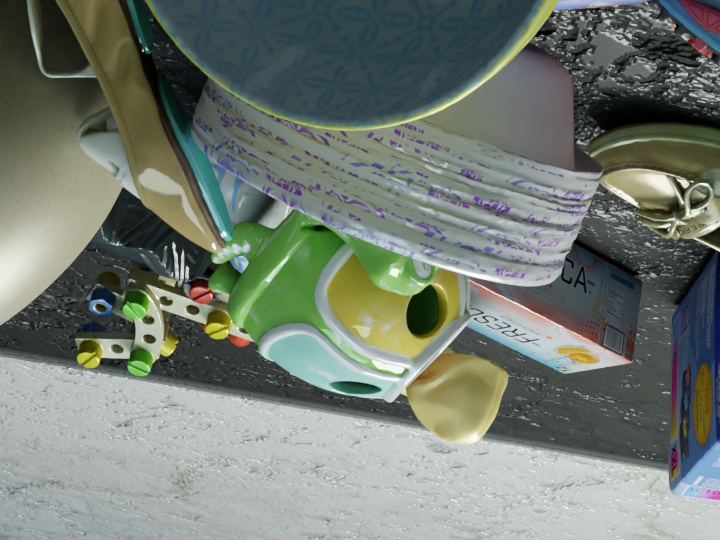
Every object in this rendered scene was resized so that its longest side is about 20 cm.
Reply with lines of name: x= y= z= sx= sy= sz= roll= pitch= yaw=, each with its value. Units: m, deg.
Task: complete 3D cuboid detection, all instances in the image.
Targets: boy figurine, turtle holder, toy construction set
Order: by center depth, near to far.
turtle holder: x=0.005 y=-0.003 z=1.046 sx=0.132 sy=0.141 sz=0.186 roll=46 pitch=135 yaw=5
boy figurine: x=0.025 y=0.048 z=1.204 sx=0.124 sy=0.065 sz=0.200 roll=29 pitch=-174 yaw=-37
toy construction set: x=-0.103 y=0.036 z=1.329 sx=0.199 sy=0.093 sz=0.131 roll=9 pitch=136 yaw=-19

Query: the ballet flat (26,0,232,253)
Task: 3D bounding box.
ballet flat: x=-0.124 y=-0.095 z=0.901 sx=0.063 sy=0.201 sz=0.069 roll=-19 pitch=-164 yaw=3

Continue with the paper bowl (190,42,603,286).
paper bowl: x=0.025 y=-0.078 z=0.885 sx=0.199 sy=0.105 sz=0.201 roll=22 pitch=-169 yaw=-4

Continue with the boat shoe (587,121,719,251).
boat shoe: x=0.220 y=-0.030 z=1.049 sx=0.200 sy=0.064 sz=0.073 roll=20 pitch=157 yaw=-26

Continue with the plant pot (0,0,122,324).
plant pot: x=-0.197 y=-0.082 z=0.973 sx=0.134 sy=0.201 sz=0.200 roll=-28 pitch=156 yaw=-1

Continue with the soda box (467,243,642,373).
soda box: x=0.099 y=0.006 z=1.199 sx=0.199 sy=0.064 sz=0.068 roll=27 pitch=154 yaw=-36

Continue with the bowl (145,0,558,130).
bowl: x=0.011 y=-0.163 z=0.696 sx=0.199 sy=0.202 sz=0.108 roll=-2 pitch=-165 yaw=28

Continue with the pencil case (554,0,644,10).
pencil case: x=0.103 y=-0.156 z=0.758 sx=0.199 sy=0.087 sz=0.078 roll=-1 pitch=-160 yaw=29

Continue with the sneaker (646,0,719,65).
sneaker: x=0.220 y=-0.120 z=0.815 sx=0.199 sy=0.096 sz=0.079 roll=28 pitch=-168 yaw=13

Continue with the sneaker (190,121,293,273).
sneaker: x=-0.076 y=-0.048 z=1.154 sx=0.072 sy=0.072 sz=0.200 roll=39 pitch=169 yaw=12

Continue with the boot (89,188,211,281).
boot: x=-0.194 y=-0.056 z=1.162 sx=0.167 sy=0.077 sz=0.200 roll=17 pitch=180 yaw=20

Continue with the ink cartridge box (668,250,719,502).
ink cartridge box: x=0.258 y=0.063 z=1.171 sx=0.076 sy=0.137 sz=0.200 roll=5 pitch=159 yaw=-3
